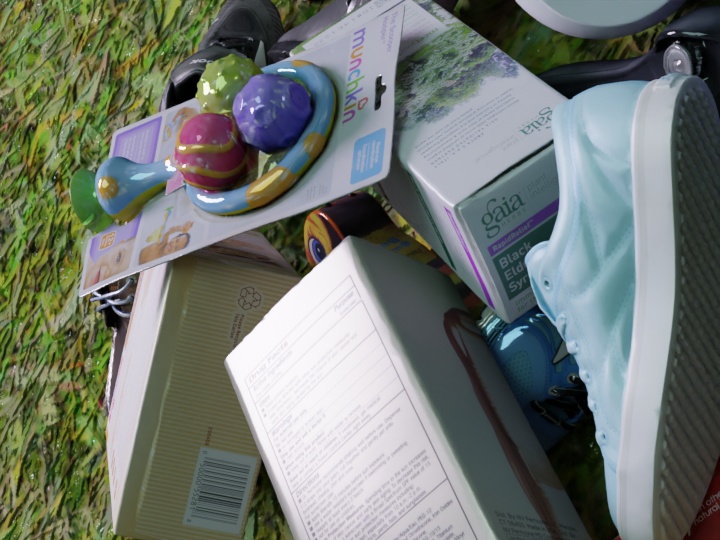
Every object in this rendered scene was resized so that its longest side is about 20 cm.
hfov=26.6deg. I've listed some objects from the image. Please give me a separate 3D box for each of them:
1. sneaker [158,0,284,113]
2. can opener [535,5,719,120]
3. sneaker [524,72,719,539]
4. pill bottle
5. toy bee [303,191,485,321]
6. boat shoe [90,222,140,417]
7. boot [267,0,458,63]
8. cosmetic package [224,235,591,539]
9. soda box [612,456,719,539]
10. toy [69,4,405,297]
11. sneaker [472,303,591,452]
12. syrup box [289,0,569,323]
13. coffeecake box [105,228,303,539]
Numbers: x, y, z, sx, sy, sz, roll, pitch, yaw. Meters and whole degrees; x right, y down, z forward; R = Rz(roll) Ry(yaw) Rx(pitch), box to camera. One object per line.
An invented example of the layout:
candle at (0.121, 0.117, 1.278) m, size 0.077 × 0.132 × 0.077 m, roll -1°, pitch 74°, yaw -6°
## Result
sneaker at (-0.091, -0.120, 1.016) m, size 0.065 × 0.091 × 0.202 m, roll 10°, pitch 59°, yaw 8°
can opener at (0.139, -0.081, 0.732) m, size 0.199 × 0.078 × 0.064 m, roll -13°, pitch 86°, yaw 60°
sneaker at (0.113, 0.018, 0.662) m, size 0.081 × 0.073 × 0.203 m, roll 2°, pitch 90°, yaw 39°
pill bottle at (0.119, -0.178, 0.761) m, size 0.113 × 0.113 × 0.200 m, roll -47°, pitch 7°, yaw 18°
toy bee at (0.000, 0.000, 0.862) m, size 0.198 × 0.110 × 0.131 m, roll 8°, pitch 32°, yaw 32°
boat shoe at (-0.149, 0.011, 1.045) m, size 0.072 × 0.072 × 0.203 m, roll -5°, pitch 67°, yaw 43°
boot at (0.022, -0.172, 0.962) m, size 0.133 × 0.070 × 0.199 m, roll -59°, pitch 25°, yaw -13°
cosmetic package at (0.025, 0.097, 0.714) m, size 0.103 × 0.087 × 0.201 m, roll -43°, pitch 52°, yaw 24°
soda box at (0.126, 0.171, 0.701) m, size 0.200 × 0.063 × 0.070 m, roll -42°, pitch 47°, yaw 22°
toy at (-0.073, -0.069, 0.774) m, size 0.198 × 0.047 × 0.116 m, roll -22°, pitch 46°, yaw 32°
sneaker at (0.117, 0.037, 0.766) m, size 0.201 × 0.078 × 0.090 m, roll -55°, pitch 46°, yaw 10°
syrup box at (0.046, -0.066, 0.774) m, size 0.078 × 0.082 × 0.200 m, roll -33°, pitch 39°, yaw -7°
coffeecake box at (-0.097, 0.055, 0.888) m, size 0.200 × 0.072 × 0.156 m, roll -139°, pitch 62°, yaw -76°
